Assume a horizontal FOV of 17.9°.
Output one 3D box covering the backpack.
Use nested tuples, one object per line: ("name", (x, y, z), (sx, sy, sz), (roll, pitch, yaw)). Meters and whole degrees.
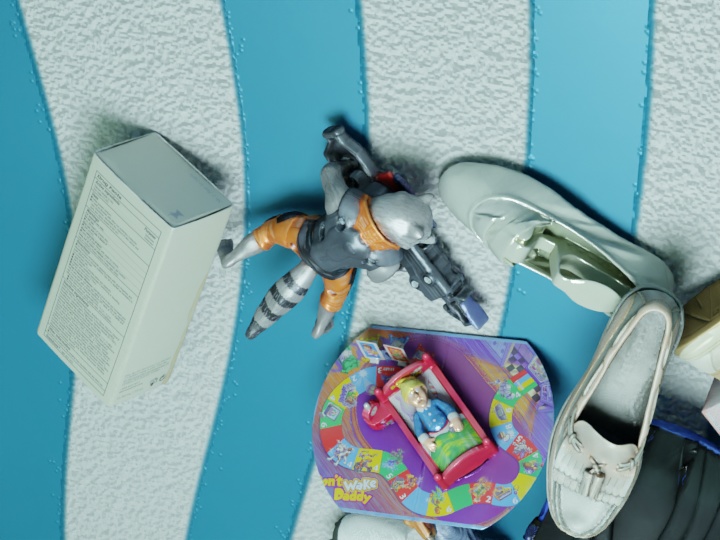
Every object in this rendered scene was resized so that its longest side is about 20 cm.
("backpack", (0.212, 0.214, 1.798), (0.162, 0.168, 0.200), (18, 92, 9))

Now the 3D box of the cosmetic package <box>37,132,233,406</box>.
("cosmetic package", (-0.186, 0.000, 1.851), (0.104, 0.073, 0.200), (44, 131, 23))

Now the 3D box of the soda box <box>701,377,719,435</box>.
("soda box", (0.352, 0.152, 1.761), (0.068, 0.064, 0.200), (-31, 107, 34))

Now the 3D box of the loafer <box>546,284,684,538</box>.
("loafer", (0.185, 0.107, 1.687), (0.072, 0.063, 0.200), (20, 98, 4))

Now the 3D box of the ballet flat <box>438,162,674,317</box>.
("ballet flat", (0.145, -0.018, 1.732), (0.200, 0.069, 0.069), (29, 127, 2))

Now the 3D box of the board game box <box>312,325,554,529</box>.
("board game box", (0.051, 0.117, 1.804), (0.200, 0.158, 0.039), (5, 161, 20))

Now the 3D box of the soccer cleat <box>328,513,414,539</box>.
("soccer cleat", (0.027, 0.299, 1.982), (0.086, 0.070, 0.200), (0, 121, 22))

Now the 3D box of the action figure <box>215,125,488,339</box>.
("action figure", (0.000, 0.000, 1.781), (0.200, 0.105, 0.193), (47, 136, -7))

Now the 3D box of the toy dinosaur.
("toy dinosaur", (0.078, 0.243, 1.879), (0.181, 0.105, 0.200), (35, 130, -20))

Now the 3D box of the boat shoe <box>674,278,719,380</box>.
("boat shoe", (0.322, 0.019, 1.689), (0.069, 0.074, 0.200), (40, 129, -21))
